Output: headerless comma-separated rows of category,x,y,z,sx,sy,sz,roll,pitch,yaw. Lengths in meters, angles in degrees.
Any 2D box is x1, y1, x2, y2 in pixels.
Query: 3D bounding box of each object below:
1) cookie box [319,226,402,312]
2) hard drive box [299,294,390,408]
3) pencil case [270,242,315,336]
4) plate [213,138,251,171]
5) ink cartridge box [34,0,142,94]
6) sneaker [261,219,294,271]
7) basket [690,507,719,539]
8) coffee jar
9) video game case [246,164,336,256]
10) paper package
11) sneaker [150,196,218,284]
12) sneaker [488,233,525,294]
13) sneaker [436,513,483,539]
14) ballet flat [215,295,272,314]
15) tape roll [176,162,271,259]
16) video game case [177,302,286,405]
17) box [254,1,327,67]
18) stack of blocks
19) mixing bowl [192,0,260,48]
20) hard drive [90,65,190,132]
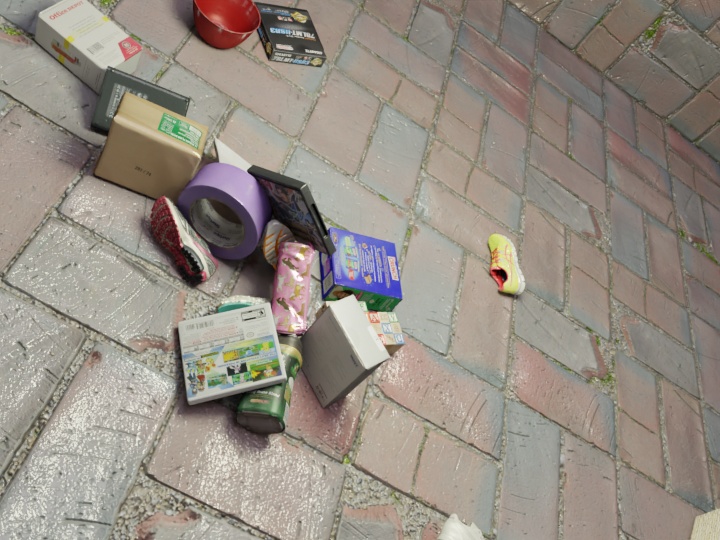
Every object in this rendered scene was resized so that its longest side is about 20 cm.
cookie box,0.000,0.000,1.708,0.196,0.075,0.175,13,53,-27
hard drive box,-0.048,0.177,1.462,0.076,0.200,0.158,-19,71,-41
pencil case,-0.146,0.038,1.465,0.084,0.082,0.206,8,82,-22
plate,-0.275,-0.207,1.627,0.198,0.032,0.202,37,20,-35
ink cartridge box,-0.650,-0.543,1.627,0.199,0.083,0.146,40,46,-6
sneaker,-0.191,-0.054,1.552,0.077,0.202,0.078,-26,60,-13
basket,1.004,0.772,1.813,0.198,0.161,0.200,46,44,2
coffee jar,-0.183,0.227,1.400,0.101,0.087,0.203,2,48,11
video game case,-0.151,-0.131,1.478,0.025,0.183,0.198,-42,42,-23
paper package,-0.459,-0.263,1.489,0.196,0.191,0.106,22,49,-22
sneaker,-0.387,-0.068,1.482,0.203,0.079,0.075,62,34,-7
sneaker,0.419,-0.023,2.022,0.088,0.079,0.204,-3,59,-28
sneaker,0.257,0.606,1.462,0.199,0.075,0.100,39,46,-5
ballet flat,-0.236,0.087,1.501,0.196,0.072,0.073,8,55,-33
tape roll,-0.300,-0.129,1.501,0.198,0.200,0.086,34,45,-9
video game case,-0.262,0.164,1.373,0.194,0.022,0.185,-11,55,-11
box,-0.220,-0.724,2.086,0.196,0.050,0.202,-5,62,-36
stack of blocks,0.000,0.139,1.622,0.196,0.059,0.118,3,58,-34
mixing bowl,-0.390,-0.701,1.904,0.196,0.108,0.204,19,51,-24
hard drive,-0.511,-0.370,1.586,0.196,0.033,0.143,17,90,-24
